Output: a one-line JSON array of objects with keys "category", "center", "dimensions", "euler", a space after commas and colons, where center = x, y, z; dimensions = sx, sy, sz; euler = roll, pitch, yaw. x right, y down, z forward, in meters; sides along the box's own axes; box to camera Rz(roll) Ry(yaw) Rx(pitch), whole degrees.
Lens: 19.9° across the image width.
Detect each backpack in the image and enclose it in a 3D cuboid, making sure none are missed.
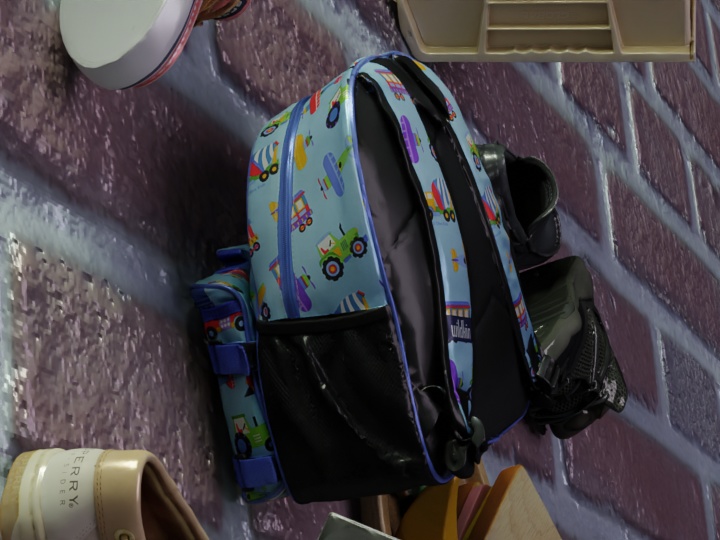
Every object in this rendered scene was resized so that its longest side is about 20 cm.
[{"category": "backpack", "center": [0.000, 0.000, 1.011], "dimensions": [0.183, 0.134, 0.201], "euler": [-27, 104, -67]}]

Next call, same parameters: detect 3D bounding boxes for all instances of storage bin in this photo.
[{"category": "storage bin", "center": [0.128, -0.237, 1.386], "dimensions": [0.200, 0.198, 0.094], "euler": [-79, 165, -45]}]

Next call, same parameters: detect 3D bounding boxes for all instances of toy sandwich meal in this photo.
[{"category": "toy sandwich meal", "center": [0.066, 0.152, 1.175], "dimensions": [0.205, 0.070, 0.206], "euler": [-13, 90, -68]}]

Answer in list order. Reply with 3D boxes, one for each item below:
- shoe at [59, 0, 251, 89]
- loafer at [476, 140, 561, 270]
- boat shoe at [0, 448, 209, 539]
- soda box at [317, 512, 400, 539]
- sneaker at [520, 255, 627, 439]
[{"category": "shoe", "center": [-0.082, -0.141, 0.972], "dimensions": [0.091, 0.071, 0.201], "euler": [49, 30, -39]}, {"category": "loafer", "center": [0.101, -0.043, 1.371], "dimensions": [0.200, 0.070, 0.068], "euler": [24, 56, -64]}, {"category": "boat shoe", "center": [-0.071, 0.146, 0.841], "dimensions": [0.074, 0.069, 0.200], "euler": [-80, 149, -44]}, {"category": "soda box", "center": [-0.019, 0.205, 0.821], "dimensions": [0.201, 0.071, 0.063], "euler": [-65, 161, -18]}, {"category": "sneaker", "center": [0.131, 0.070, 1.374], "dimensions": [0.115, 0.076, 0.199], "euler": [66, 18, -9]}]
